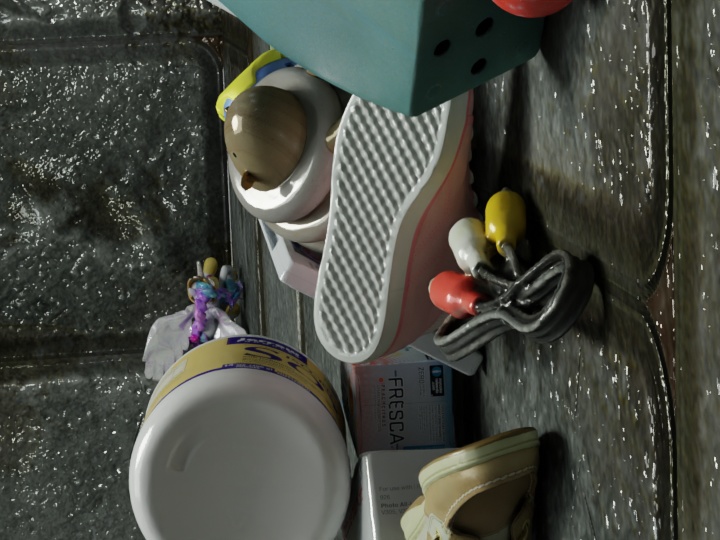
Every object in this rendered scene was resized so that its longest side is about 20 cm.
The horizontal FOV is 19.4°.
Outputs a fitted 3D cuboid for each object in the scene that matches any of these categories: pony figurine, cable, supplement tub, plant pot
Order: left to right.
[{"bbox_3d":[-0.235,0.076,3.192,0.200,0.165,0.195,-36,-49,-81],"label":"pony figurine"},{"bbox_3d":[-0.079,0.123,1.426,0.200,0.144,0.147,-104,11,-82],"label":"supplement tub"},{"bbox_3d":[0.007,-0.189,1.120,0.200,0.141,0.142,47,151,30],"label":"plant pot"},{"bbox_3d":[0.069,0.011,1.115,0.097,0.050,0.200,-55,8,5],"label":"cable"}]

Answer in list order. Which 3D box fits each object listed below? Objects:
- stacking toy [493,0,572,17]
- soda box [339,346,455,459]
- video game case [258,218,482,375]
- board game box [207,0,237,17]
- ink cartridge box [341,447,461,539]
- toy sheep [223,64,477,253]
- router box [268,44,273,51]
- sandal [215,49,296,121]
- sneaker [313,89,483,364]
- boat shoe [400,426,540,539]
[{"bbox_3d":[0.067,-0.216,1.032,0.085,0.085,0.202,109,151,-70],"label":"stacking toy"},{"bbox_3d":[0.023,0.079,1.448,0.200,0.068,0.064,-114,21,-83],"label":"soda box"},{"bbox_3d":[0.000,0.000,1.404,0.018,0.142,0.200,-59,16,12],"label":"video game case"},{"bbox_3d":[-0.040,-0.238,1.499,0.199,0.064,0.149,33,134,38],"label":"board game box"},{"bbox_3d":[0.041,0.229,1.360,0.146,0.087,0.202,107,157,-67],"label":"ink cartridge box"},{"bbox_3d":[-0.006,-0.073,1.323,0.137,0.199,0.139,-18,65,43],"label":"toy sheep"},{"bbox_3d":[-0.050,-0.190,1.970,0.158,0.052,0.201,97,167,-53],"label":"router box"},{"bbox_3d":[-0.025,-0.090,1.452,0.087,0.079,0.200,56,-164,28],"label":"sandal"},{"bbox_3d":[0.038,-0.046,1.240,0.075,0.104,0.202,28,114,33],"label":"sneaker"},{"bbox_3d":[0.071,0.144,1.205,0.200,0.073,0.067,102,150,-69],"label":"boat shoe"}]
